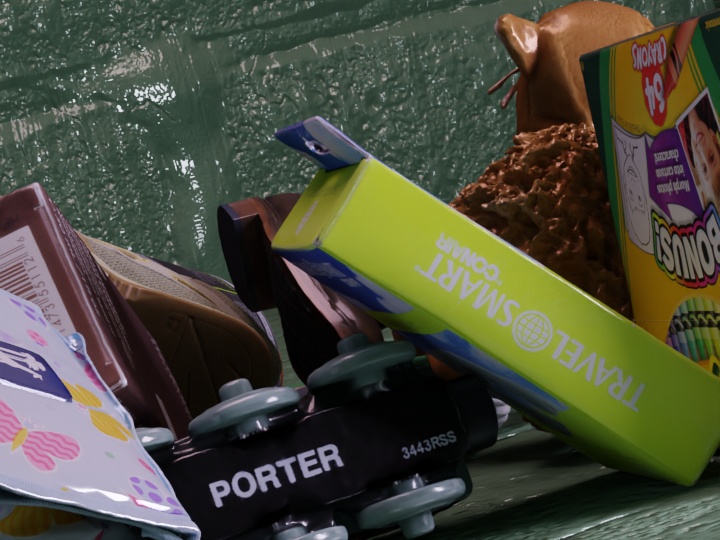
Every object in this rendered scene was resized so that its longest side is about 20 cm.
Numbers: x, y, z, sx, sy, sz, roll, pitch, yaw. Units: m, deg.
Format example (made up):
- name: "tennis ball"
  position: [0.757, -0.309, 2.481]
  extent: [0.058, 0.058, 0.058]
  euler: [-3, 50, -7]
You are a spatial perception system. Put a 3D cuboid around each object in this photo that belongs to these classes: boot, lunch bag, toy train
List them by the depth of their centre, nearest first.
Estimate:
- name: "lunch bag"
  position: [-0.174, 0.075, 0.976]
  extent: [0.200, 0.127, 0.170]
  euler: [-13, 34, -17]
- name: "toy train"
  position: [-0.044, 0.090, 1.129]
  extent: [0.200, 0.085, 0.114]
  euler: [-18, -10, -18]
- name: "boot"
  position: [0.000, 0.000, 1.390]
  extent: [0.097, 0.075, 0.200]
  euler: [-16, 26, -13]
- name: "boot"
  position: [-0.133, 0.018, 1.415]
  extent: [0.200, 0.072, 0.155]
  euler: [24, 2, 1]

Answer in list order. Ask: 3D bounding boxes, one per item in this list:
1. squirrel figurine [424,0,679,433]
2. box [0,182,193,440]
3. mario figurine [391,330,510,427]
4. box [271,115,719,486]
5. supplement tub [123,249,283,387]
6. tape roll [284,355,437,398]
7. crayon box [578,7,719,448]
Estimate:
- name: "squirrel figurine"
  position: [0.106, -0.027, 1.314]
  extent: [0.141, 0.187, 0.200]
  euler: [8, 13, 3]
- name: "box"
  position: [-0.122, 0.053, 1.195]
  extent: [0.075, 0.100, 0.200]
  euler: [-26, -22, -1]
- name: "mario figurine"
  position: [0.096, 0.036, 1.531]
  extent: [0.106, 0.124, 0.200]
  euler: [28, -8, -26]
- name: "box"
  position: [0.046, 0.013, 1.133]
  extent: [0.048, 0.200, 0.122]
  euler: [-58, 8, -6]
- name: "supplement tub"
  position: [-0.119, 0.055, 1.613]
  extent: [0.122, 0.123, 0.200]
  euler: [-14, -10, 16]
- name: "tape roll"
  position: [-0.042, 0.090, 1.424]
  extent: [0.200, 0.048, 0.200]
  euler: [-14, 2, 1]
- name: "crayon box"
  position: [0.157, -0.016, 1.143]
  extent: [0.058, 0.173, 0.200]
  euler: [-12, 1, -12]
